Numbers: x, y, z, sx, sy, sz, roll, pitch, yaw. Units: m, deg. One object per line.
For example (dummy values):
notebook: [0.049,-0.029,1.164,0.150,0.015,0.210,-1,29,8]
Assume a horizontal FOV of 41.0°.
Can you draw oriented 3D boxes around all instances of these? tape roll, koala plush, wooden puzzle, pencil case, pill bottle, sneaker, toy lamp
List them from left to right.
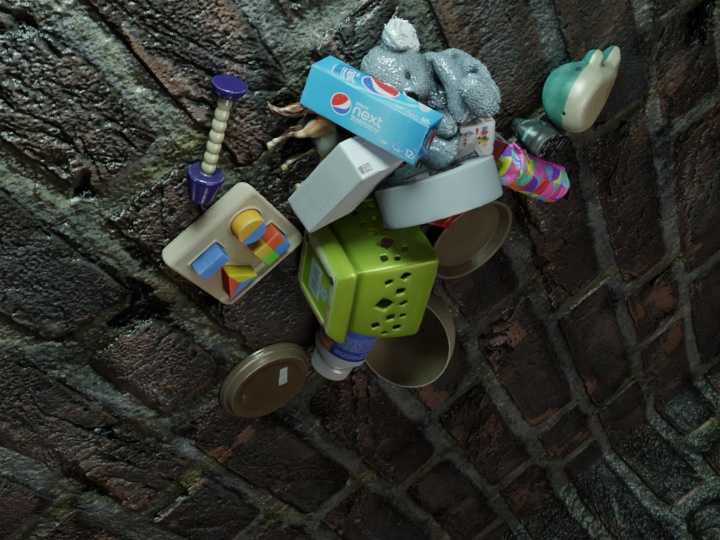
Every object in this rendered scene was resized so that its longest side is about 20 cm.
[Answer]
toy lamp: [-0.214,-0.186,1.401,0.058,0.058,0.200,-8,132,-36]
wooden puzzle: [-0.202,-0.032,1.590,0.185,0.046,0.200,-41,145,3]
pill bottle: [-0.021,0.116,1.864,0.112,0.112,0.200,-2,132,-41]
koala plush: [0.082,-0.289,1.494,0.200,0.184,0.177,18,131,-27]
tape roll: [0.126,-0.127,1.554,0.200,0.200,0.066,-22,100,-23]
pencil case: [0.329,-0.188,1.869,0.200,0.088,0.088,11,122,-51]
sneaker: [0.342,-0.259,1.818,0.075,0.079,0.200,-57,162,17]

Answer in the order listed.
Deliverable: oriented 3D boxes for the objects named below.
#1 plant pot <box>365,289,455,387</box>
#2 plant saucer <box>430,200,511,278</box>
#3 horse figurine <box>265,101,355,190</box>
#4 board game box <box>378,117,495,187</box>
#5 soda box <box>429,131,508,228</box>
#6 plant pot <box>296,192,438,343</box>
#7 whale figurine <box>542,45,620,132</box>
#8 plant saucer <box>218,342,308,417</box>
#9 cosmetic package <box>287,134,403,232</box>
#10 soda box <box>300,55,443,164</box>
plant pot: [0.110,0.117,1.945,0.134,0.200,0.200,-39,160,-57]
plant saucer: [0.217,-0.067,1.937,0.200,0.029,0.200,-24,143,-20]
horse figurine: [-0.075,-0.206,1.510,0.132,0.050,0.200,-31,148,1]
board game box: [0.129,-0.196,1.657,0.200,0.035,0.126,-9,130,-11]
soda box: [0.179,-0.176,1.762,0.070,0.063,0.200,10,123,-47]
plant pot: [0.000,0.000,1.690,0.181,0.199,0.200,-13,139,-23]
whale figurine: [0.407,-0.345,1.775,0.200,0.104,0.159,-48,152,-32]
plant saucer: [-0.186,0.224,1.911,0.200,0.029,0.200,-24,142,-21]
cosmetic package: [-0.025,-0.144,1.522,0.102,0.074,0.200,-30,173,-37]
soda box: [0.016,-0.238,1.421,0.064,0.200,0.068,-45,161,-54]
